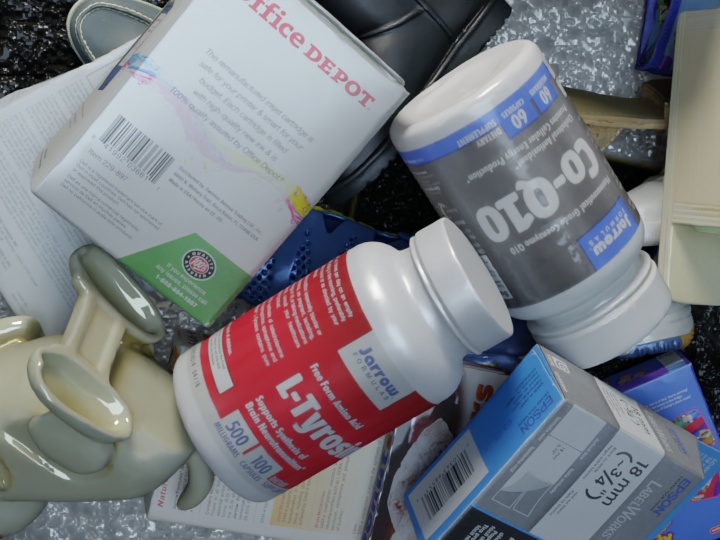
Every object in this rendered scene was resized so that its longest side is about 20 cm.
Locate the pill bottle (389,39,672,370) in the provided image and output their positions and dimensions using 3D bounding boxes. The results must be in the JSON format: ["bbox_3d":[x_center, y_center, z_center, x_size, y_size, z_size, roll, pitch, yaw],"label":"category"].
[{"bbox_3d":[0.116,-0.040,0.989,0.114,0.114,0.200,-35,105,-3],"label":"pill bottle"}]

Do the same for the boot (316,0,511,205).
[{"bbox_3d":[-0.013,-0.169,1.032,0.168,0.076,0.200,41,83,-15],"label":"boot"}]

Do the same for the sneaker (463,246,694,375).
[{"bbox_3d":[0.142,0.029,1.095,0.199,0.075,0.088,-10,89,-16],"label":"sneaker"}]

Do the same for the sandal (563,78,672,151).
[{"bbox_3d":[0.160,-0.094,1.072,0.211,0.078,0.070,-2,115,-2],"label":"sandal"}]

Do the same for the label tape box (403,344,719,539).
[{"bbox_3d":[0.152,0.156,1.007,0.200,0.063,0.144,29,110,-29],"label":"label tape box"}]

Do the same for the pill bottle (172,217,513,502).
[{"bbox_3d":[-0.009,0.053,0.945,0.200,0.112,0.112,-31,101,13],"label":"pill bottle"}]

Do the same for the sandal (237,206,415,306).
[{"bbox_3d":[0.000,0.000,1.054,0.199,0.087,0.080,3,99,-7],"label":"sandal"}]

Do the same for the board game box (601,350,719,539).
[{"bbox_3d":[0.171,0.160,1.109,0.199,0.045,0.135,-23,101,2],"label":"board game box"}]

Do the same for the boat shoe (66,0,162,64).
[{"bbox_3d":[-0.116,-0.121,1.031,0.200,0.062,0.073,39,92,-11],"label":"boat shoe"}]

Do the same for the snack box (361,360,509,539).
[{"bbox_3d":[0.045,0.159,1.038,0.072,0.024,0.201,12,97,-13],"label":"snack box"}]

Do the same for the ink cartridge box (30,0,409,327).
[{"bbox_3d":[-0.090,-0.091,0.948,0.145,0.088,0.200,39,97,-18],"label":"ink cartridge box"}]

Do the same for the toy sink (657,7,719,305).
[{"bbox_3d":[0.289,-0.070,1.004,0.130,0.112,0.201,3,94,-25],"label":"toy sink"}]

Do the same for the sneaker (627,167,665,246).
[{"bbox_3d":[0.251,-0.071,1.093,0.199,0.075,0.089,-13,102,-17],"label":"sneaker"}]

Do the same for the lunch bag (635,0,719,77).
[{"bbox_3d":[0.292,-0.211,1.079,0.150,0.094,0.201,7,107,-12],"label":"lunch bag"}]

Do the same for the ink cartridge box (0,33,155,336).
[{"bbox_3d":[-0.173,-0.060,1.017,0.200,0.047,0.160,-28,109,2],"label":"ink cartridge box"}]

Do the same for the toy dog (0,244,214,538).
[{"bbox_3d":[-0.211,0.104,0.991,0.200,0.140,0.194,-28,129,27],"label":"toy dog"}]

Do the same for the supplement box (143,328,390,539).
[{"bbox_3d":[-0.046,0.123,1.068,0.199,0.074,0.126,12,97,-11],"label":"supplement box"}]
